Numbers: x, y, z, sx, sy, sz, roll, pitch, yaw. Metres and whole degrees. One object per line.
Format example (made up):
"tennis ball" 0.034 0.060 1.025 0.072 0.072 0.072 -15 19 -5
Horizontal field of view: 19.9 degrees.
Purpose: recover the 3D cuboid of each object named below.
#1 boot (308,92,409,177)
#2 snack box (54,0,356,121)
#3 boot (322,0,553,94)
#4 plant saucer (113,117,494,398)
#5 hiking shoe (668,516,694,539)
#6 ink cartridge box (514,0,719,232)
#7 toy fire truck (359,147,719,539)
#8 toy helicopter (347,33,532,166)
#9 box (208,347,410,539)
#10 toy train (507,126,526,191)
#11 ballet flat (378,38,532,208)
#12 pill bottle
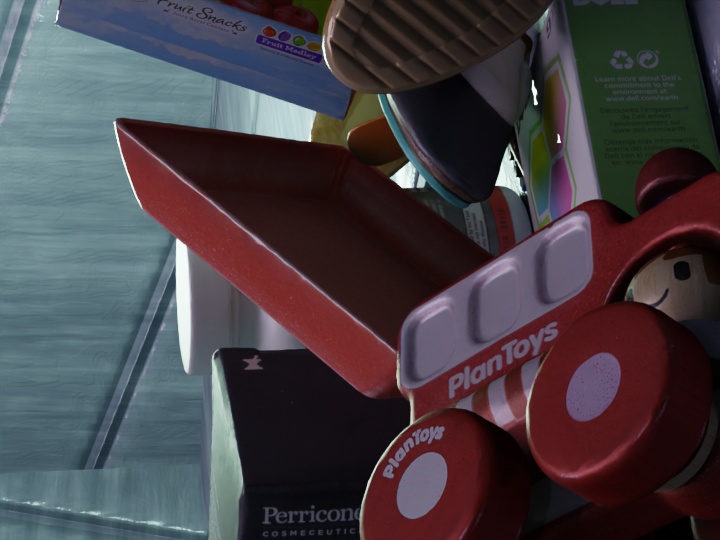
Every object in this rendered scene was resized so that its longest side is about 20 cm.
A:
"boot" 0.018 -0.104 1.261 0.202 0.071 0.144 -58 2 -25
"snack box" -0.060 -0.199 1.132 0.068 0.168 0.201 115 170 -52
"boot" 0.053 -0.155 0.920 0.072 0.200 0.166 48 177 -12
"plant saucer" 0.000 0.000 0.974 0.200 0.199 0.037 38 109 28
"hiking shoe" 0.116 0.146 0.806 0.200 0.075 0.101 4 78 56
"ink cartridge box" 0.110 -0.059 0.899 0.104 0.059 0.201 103 163 -60
"toy fire truck" 0.089 0.039 0.744 0.200 0.112 0.169 -35 41 35
"toy helicopter" 0.062 -0.123 1.058 0.200 0.079 0.133 -39 18 57
"box" 0.023 0.148 1.056 0.118 0.195 0.201 -106 17 -55
"toy train" 0.105 -0.031 1.034 0.200 0.034 0.046 -105 5 -57
"ballet flat" 0.040 -0.095 0.936 0.200 0.073 0.073 -109 19 -66
"pill bottle" -0.004 0.010 1.194 0.116 0.199 0.117 178 90 -81
